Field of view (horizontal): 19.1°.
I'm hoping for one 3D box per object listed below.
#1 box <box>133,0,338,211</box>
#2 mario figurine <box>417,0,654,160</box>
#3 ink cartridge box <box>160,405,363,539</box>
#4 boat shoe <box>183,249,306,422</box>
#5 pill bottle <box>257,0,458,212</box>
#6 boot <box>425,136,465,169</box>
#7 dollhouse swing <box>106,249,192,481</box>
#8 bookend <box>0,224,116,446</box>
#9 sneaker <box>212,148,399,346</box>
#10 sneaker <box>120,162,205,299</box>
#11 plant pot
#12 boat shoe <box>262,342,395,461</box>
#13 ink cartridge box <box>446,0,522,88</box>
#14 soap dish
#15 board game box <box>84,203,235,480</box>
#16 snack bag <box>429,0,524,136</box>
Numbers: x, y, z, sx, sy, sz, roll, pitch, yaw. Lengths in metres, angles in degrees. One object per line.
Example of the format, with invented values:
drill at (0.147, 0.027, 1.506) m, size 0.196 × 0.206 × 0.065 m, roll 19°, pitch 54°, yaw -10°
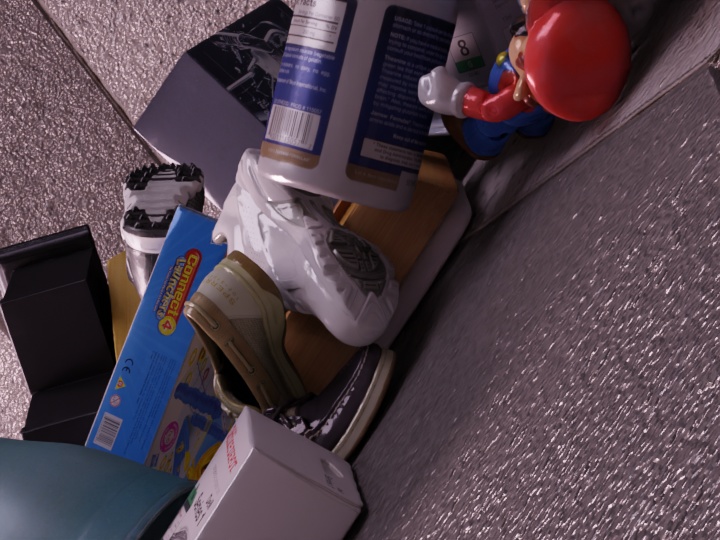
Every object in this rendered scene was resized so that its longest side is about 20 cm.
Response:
box at (-0.069, -0.126, 1.954) m, size 0.104 × 0.200 × 0.182 m, roll -51°, pitch -4°, yaw 35°
mario figurine at (0.113, -0.143, 1.391) m, size 0.124 × 0.106 × 0.200 m, roll -60°, pitch 6°, yaw -18°
ink cartridge box at (-0.089, 0.199, 1.371) m, size 0.201 × 0.084 × 0.146 m, roll -58°, pitch 8°, yaw 3°
boat shoe at (-0.084, 0.070, 1.507) m, size 0.063 × 0.073 × 0.201 m, roll -39°, pitch -29°, yaw -23°
pill bottle at (0.004, -0.148, 1.463) m, size 0.111 × 0.110 × 0.202 m, roll -140°, pitch 64°, yaw -82°
boot at (0.077, -0.150, 1.761) m, size 0.204 × 0.073 × 0.154 m, roll -56°, pitch 5°, yaw -1°
dollhouse swing at (-0.106, 0.070, 1.826) m, size 0.201 × 0.174 × 0.183 m, roll 77°, pitch 180°, yaw -50°
bookend at (-0.241, 0.095, 1.750) m, size 0.091 × 0.200 × 0.200 m, roll -15°, pitch 19°, yaw 2°
sneaker at (-0.043, 0.004, 1.511) m, size 0.100 × 0.078 × 0.200 m, roll -57°, pitch 40°, yaw 19°
sneaker at (-0.161, -0.026, 1.736) m, size 0.200 × 0.066 × 0.091 m, roll -92°, pitch 2°, yaw -70°
plant pot at (-0.230, 0.212, 1.549) m, size 0.200 × 0.187 × 0.201 m, roll -55°, pitch -22°, yaw -35°
boat shoe at (-0.049, 0.124, 1.483) m, size 0.200 × 0.065 × 0.072 m, roll -53°, pitch 7°, yaw 23°
ink cartridge box at (0.024, -0.219, 1.539) m, size 0.160 × 0.201 × 0.050 m, roll -11°, pitch 18°, yaw 46°
soap dish at (0.000, 0.000, 1.610) m, size 0.201 × 0.081 × 0.157 m, roll -57°, pitch 8°, yaw 10°
board game box at (-0.115, 0.065, 1.694) m, size 0.196 × 0.056 × 0.201 m, roll 19°, pitch -88°, yaw -66°
snack bag at (0.103, -0.170, 1.595) m, size 0.188 × 0.021 × 0.201 m, roll 0°, pitch 52°, yaw 51°
